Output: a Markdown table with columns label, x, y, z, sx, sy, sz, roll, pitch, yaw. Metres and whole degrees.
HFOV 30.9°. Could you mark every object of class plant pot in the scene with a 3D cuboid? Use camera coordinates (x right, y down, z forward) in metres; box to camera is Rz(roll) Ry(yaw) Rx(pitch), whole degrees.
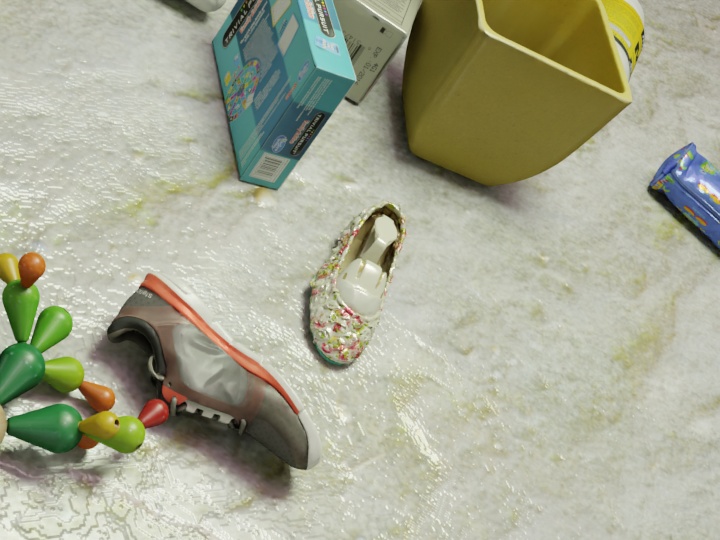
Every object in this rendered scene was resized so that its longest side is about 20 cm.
| label | x | y | z | sx | sy | sz | roll | pitch | yaw |
| --- | --- | --- | --- | --- | --- | --- | --- | --- | --- |
| plant pot | 0.146 | -0.209 | 1.422 | 0.193 | 0.200 | 0.197 | 20 | 40 | -23 |

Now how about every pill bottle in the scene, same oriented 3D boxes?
| label | x | y | z | sx | sy | sz | roll | pitch | yaw |
| --- | --- | --- | --- | --- | --- | --- | --- | --- | --- |
| pill bottle | 0.315 | -0.298 | 1.727 | 0.114 | 0.114 | 0.200 | 37 | 38 | -3 |

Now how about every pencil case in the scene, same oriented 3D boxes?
| label | x | y | z | sx | sy | sz | roll | pitch | yaw |
| --- | --- | --- | --- | --- | --- | --- | --- | --- | --- |
| pencil case | 0.460 | -0.072 | 1.649 | 0.200 | 0.078 | 0.087 | 45 | 15 | 9 |

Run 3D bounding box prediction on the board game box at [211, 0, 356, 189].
| label | x | y | z | sx | sy | sz | roll | pitch | yaw |
| --- | --- | --- | --- | --- | --- | --- | --- | --- | --- |
| board game box | -0.079 | -0.205 | 1.267 | 0.047 | 0.151 | 0.201 | 13 | 44 | -31 |

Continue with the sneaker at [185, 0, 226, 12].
| label | x | y | z | sx | sy | sz | roll | pitch | yaw |
| --- | --- | --- | --- | --- | --- | --- | --- | --- | --- |
| sneaker | -0.233 | -0.319 | 1.340 | 0.199 | 0.073 | 0.085 | 37 | 70 | -15 |

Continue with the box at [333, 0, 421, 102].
| label | x | y | z | sx | sy | sz | roll | pitch | yaw |
| --- | --- | --- | --- | --- | --- | --- | --- | --- | --- |
| box | -0.008 | -0.304 | 1.463 | 0.127 | 0.109 | 0.201 | 31 | 38 | -9 |

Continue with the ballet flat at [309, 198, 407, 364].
| label | x | y | z | sx | sy | sz | roll | pitch | yaw |
| --- | --- | --- | --- | --- | --- | --- | --- | --- | --- |
| ballet flat | 0.000 | 0.000 | 1.198 | 0.075 | 0.064 | 0.201 | 30 | 38 | -13 |

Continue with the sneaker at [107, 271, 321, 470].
| label | x | y | z | sx | sy | sz | roll | pitch | yaw |
| --- | --- | --- | --- | --- | --- | --- | --- | --- | --- |
| sneaker | -0.118 | 0.095 | 1.015 | 0.200 | 0.077 | 0.082 | 43 | 64 | 6 |

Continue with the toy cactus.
| label | x | y | z | sx | sy | sz | roll | pitch | yaw |
| --- | --- | --- | --- | --- | --- | --- | --- | --- | --- |
| toy cactus | -0.241 | 0.081 | 0.900 | 0.200 | 0.102 | 0.165 | 43 | 46 | -10 |
